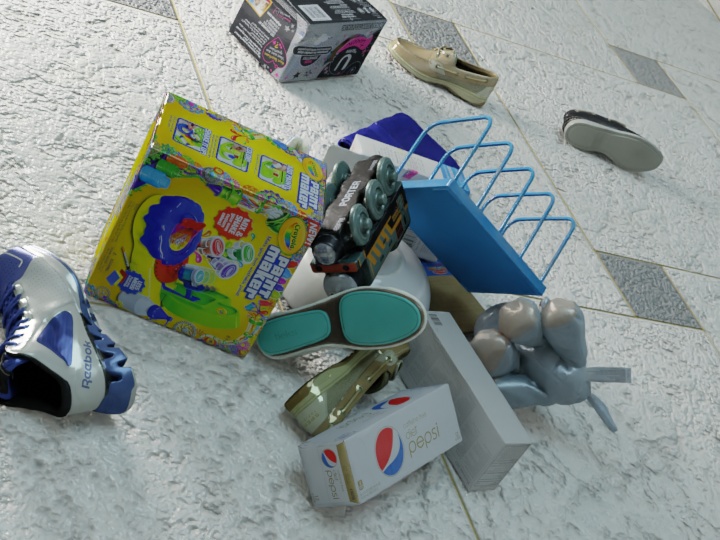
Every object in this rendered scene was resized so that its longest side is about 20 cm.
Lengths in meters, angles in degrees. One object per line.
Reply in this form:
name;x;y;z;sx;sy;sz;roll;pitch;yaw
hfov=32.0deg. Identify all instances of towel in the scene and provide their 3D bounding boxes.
towel;0.057;-0.154;1.834;0.148;0.050;0.200;46;33;7

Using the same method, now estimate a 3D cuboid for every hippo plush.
hippo plush;0.221;0.081;1.546;0.198;0.161;0.161;7;25;-7

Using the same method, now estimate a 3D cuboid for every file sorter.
file sorter;0.149;-0.080;1.554;0.200;0.138;0.123;46;65;-28

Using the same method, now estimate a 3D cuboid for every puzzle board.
puzzle board;0.070;0.033;1.616;0.199;0.017;0.151;-2;45;-44

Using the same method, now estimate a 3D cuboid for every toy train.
toy train;-0.001;-0.050;1.438;0.084;0.115;0.200;-4;33;23

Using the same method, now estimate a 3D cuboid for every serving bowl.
serving bowl;0.000;0.000;1.525;0.198;0.066;0.201;15;40;-13

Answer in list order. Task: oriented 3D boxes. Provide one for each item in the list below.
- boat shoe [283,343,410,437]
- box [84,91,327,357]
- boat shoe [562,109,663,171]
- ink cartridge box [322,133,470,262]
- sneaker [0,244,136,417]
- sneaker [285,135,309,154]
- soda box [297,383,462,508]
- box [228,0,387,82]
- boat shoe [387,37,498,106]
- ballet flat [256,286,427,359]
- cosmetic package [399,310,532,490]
boat shoe;-0.002;0.125;1.379;0.063;0.073;0.200;51;36;8
box;-0.163;-0.047;1.340;0.191;0.201;0.122;22;33;-15
boat shoe;0.456;-0.238;2.278;0.198;0.074;0.061;15;39;-12
ink cartridge box;0.029;-0.101;1.653;0.198;0.116;0.068;18;26;-16
sneaker;-0.306;0.062;1.179;0.200;0.081;0.115;48;33;20
sneaker;-0.107;-0.101;1.583;0.075;0.077;0.201;26;34;-14
soda box;0.024;0.179;1.307;0.199;0.063;0.069;-20;97;-52
box;-0.079;-0.377;1.948;0.132;0.115;0.199;47;35;19
boat shoe;0.143;-0.356;2.161;0.199;0.065;0.072;26;32;-11
ballet flat;-0.017;0.057;1.372;0.069;0.198;0.070;-11;90;-71
cosmetic package;0.113;0.146;1.438;0.050;0.083;0.201;6;41;-40
